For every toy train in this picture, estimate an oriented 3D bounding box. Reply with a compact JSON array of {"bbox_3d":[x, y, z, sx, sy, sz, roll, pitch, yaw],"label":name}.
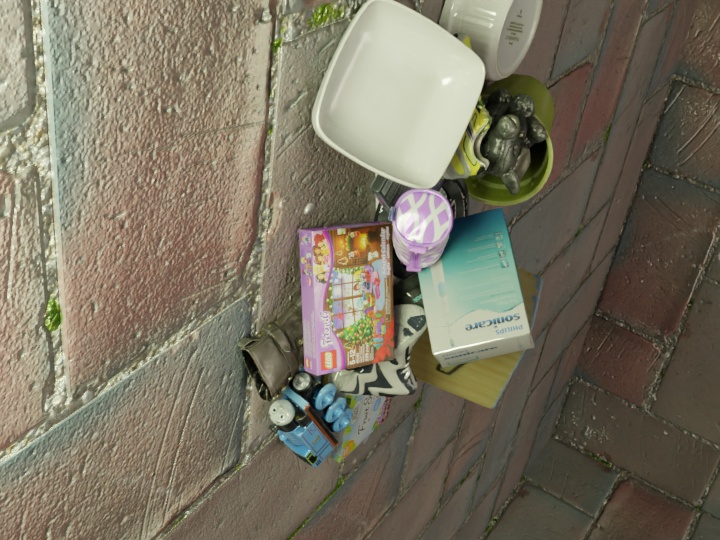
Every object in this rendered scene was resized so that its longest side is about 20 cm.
[{"bbox_3d":[-0.082,0.229,1.430,0.114,0.086,0.200,-49,152,-14],"label":"toy train"}]

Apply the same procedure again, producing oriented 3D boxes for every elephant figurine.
[{"bbox_3d":[0.202,-0.183,1.379,0.156,0.140,0.201,63,28,-25],"label":"elephant figurine"}]

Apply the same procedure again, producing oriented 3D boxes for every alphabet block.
[{"bbox_3d":[0.198,0.096,1.661,0.196,0.198,0.198,-63,173,-49],"label":"alphabet block"}]

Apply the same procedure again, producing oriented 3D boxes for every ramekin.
[{"bbox_3d":[0.208,-0.391,1.416,0.202,0.094,0.204,-47,151,-36],"label":"ramekin"}]

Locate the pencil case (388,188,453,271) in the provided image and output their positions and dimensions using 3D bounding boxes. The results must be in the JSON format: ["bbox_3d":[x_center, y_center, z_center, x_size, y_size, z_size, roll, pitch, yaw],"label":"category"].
[{"bbox_3d":[0.082,-0.052,1.229,0.200,0.083,0.087,58,34,-82],"label":"pencil case"}]

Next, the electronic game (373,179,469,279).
[{"bbox_3d":[0.099,-0.081,1.454,0.199,0.041,0.202,-18,120,-34],"label":"electronic game"}]

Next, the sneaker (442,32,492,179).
[{"bbox_3d":[0.148,-0.229,1.274,0.075,0.076,0.202,-33,125,-65],"label":"sneaker"}]

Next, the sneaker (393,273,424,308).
[{"bbox_3d":[0.046,0.080,1.476,0.075,0.080,0.200,-31,174,-36],"label":"sneaker"}]

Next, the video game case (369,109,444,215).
[{"bbox_3d":[0.080,-0.140,1.316,0.144,0.019,0.200,-61,158,-7],"label":"video game case"}]

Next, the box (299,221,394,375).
[{"bbox_3d":[-0.017,0.037,1.283,0.136,0.039,0.202,-8,101,-34],"label":"box"}]

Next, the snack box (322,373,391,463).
[{"bbox_3d":[-0.003,0.209,1.598,0.168,0.067,0.202,-33,140,-50],"label":"snack box"}]

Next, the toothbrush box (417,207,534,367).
[{"bbox_3d":[0.166,0.027,1.355,0.085,0.145,0.202,52,26,-65],"label":"toothbrush box"}]

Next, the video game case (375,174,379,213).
[{"bbox_3d":[0.068,-0.188,1.416,0.143,0.018,0.201,-49,152,-34],"label":"video game case"}]

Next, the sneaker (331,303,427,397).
[{"bbox_3d":[0.062,0.135,1.432,0.129,0.080,0.199,22,119,-40],"label":"sneaker"}]

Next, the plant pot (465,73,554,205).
[{"bbox_3d":[0.252,-0.244,1.572,0.185,0.199,0.202,-56,158,-49],"label":"plant pot"}]

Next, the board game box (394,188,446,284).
[{"bbox_3d":[0.102,-0.057,1.587,0.200,0.026,0.202,-30,143,-56],"label":"board game box"}]

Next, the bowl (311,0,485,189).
[{"bbox_3d":[0.040,-0.222,1.165,0.199,0.075,0.201,26,88,-24],"label":"bowl"}]

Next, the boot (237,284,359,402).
[{"bbox_3d":[-0.088,0.123,1.315,0.174,0.069,0.201,-50,130,-28],"label":"boot"}]
